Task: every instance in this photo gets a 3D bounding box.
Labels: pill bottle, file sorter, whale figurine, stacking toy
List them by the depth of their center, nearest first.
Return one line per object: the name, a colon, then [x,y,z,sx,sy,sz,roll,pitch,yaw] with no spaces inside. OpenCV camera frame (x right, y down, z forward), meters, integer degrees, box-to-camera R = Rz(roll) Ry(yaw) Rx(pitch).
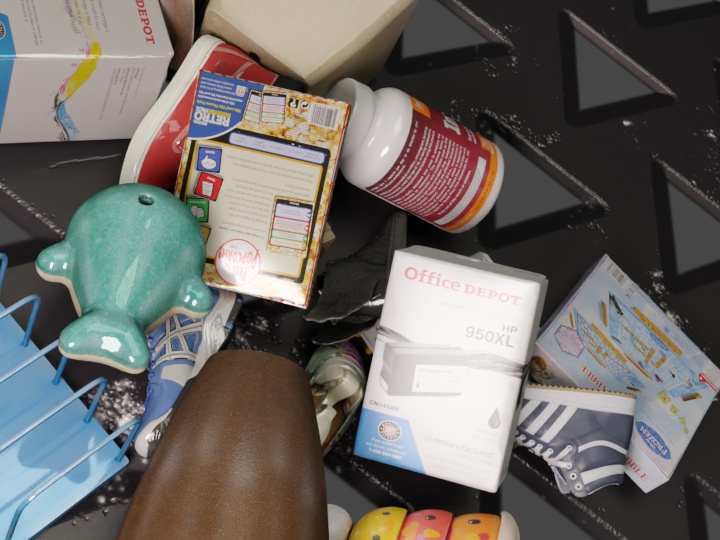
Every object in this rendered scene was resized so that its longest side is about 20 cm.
file sorter: [-0.301,0.110,1.001,0.138,0.123,0.200,-36,81,-35]
whale figurine: [-0.201,-0.001,1.022,0.157,0.104,0.201,16,35,-7]
stacking toy: [0.035,0.266,1.080,0.198,0.147,0.147,17,54,6]
pill bottle: [0.050,-0.127,1.281,0.199,0.113,0.114,24,52,-30]

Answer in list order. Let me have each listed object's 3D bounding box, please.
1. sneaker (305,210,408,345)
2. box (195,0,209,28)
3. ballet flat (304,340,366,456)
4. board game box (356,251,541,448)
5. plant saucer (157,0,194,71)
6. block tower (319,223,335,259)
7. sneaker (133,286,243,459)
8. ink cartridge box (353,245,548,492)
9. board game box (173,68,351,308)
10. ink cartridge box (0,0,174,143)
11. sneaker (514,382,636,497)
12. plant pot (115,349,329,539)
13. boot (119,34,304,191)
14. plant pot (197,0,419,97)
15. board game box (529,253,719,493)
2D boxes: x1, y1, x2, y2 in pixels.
sneaker: [0.000,0.003,1.234,0.103,0.060,0.201,-4,35,4]
box: [-0.157,-0.385,1.337,0.044,0.160,0.201,26,53,-6]
ballet flat: [-0.037,0.137,1.138,0.069,0.071,0.201,38,53,-8]
board game box: [0.116,0.099,1.259,0.199,0.026,0.201,-26,75,-34]
plant saucer: [-0.216,-0.310,1.242,0.034,0.201,0.202,-9,65,-21]
block tower: [-0.102,-0.087,1.251,0.057,0.054,0.201,-24,74,-32]
sneaker: [-0.175,0.092,1.107,0.076,0.076,0.201,22,44,-3]
ink cartridge box: [0.086,0.089,1.123,0.143,0.084,0.202,13,96,13]
board game box: [-0.102,-0.078,1.142,0.150,0.046,0.202,13,90,0]
ink cartridge box: [-0.309,-0.227,1.181,0.198,0.145,0.148,-5,64,-27]
sneaker: [0.177,0.169,1.187,0.198,0.070,0.110,5,84,-1]
plant pot: [-0.105,0.177,0.997,0.185,0.187,0.202,16,62,-15]
boot: [-0.144,-0.124,1.192,0.143,0.072,0.201,29,82,12]
plant pot: [-0.075,-0.268,1.294,0.199,0.200,0.178,36,63,-1]
board game box: [0.292,0.108,1.305,0.200,0.041,0.199,46,45,3]
